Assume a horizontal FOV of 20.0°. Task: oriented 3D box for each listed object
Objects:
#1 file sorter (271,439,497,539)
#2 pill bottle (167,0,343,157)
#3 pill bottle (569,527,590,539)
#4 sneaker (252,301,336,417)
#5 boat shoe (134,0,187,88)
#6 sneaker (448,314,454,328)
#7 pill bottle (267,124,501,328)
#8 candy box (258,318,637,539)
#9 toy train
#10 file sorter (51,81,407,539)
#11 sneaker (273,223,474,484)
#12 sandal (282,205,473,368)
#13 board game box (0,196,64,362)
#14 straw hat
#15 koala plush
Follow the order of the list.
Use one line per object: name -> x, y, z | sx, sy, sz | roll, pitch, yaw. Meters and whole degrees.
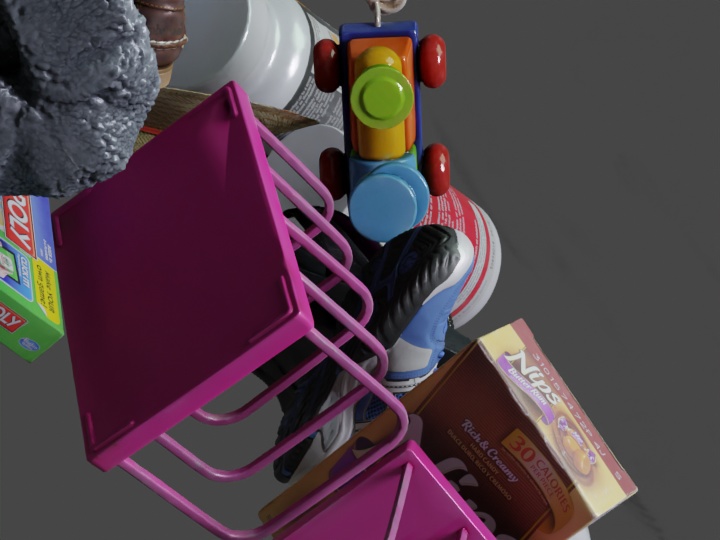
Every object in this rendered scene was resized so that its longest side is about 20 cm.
file sorter -> 0.029, 0.223, 1.042 | 0.200, 0.139, 0.126 | 50, 18, -10
pill bottle -> -0.064, -0.139, 1.489 | 0.200, 0.116, 0.117 | 31, 27, -54
pill bottle -> 0.095, 0.168, 1.370 | 0.111, 0.111, 0.201 | 44, 19, -27
sneaker -> -0.030, 0.047, 1.318 | 0.201, 0.091, 0.076 | 54, 19, 8
boat shoe -> -0.160, -0.182, 1.211 | 0.070, 0.071, 0.200 | -9, 36, -38
sneaker -> 0.019, 0.058, 1.464 | 0.200, 0.089, 0.071 | 71, 20, -66
pill bottle -> 0.012, -0.031, 1.481 | 0.200, 0.112, 0.113 | 31, 27, -54
candy box -> 0.045, 0.130, 1.153 | 0.117, 0.200, 0.056 | 55, 33, 10
toy train -> 0.012, -0.122, 1.250 | 0.116, 0.084, 0.202 | -88, 176, -73
file sorter -> -0.072, 0.028, 1.141 | 0.125, 0.139, 0.201 | 43, 19, -39
sneaker -> 0.020, 0.056, 1.225 | 0.077, 0.201, 0.076 | 22, 33, -15
sandal -> 0.001, 0.000, 1.292 | 0.200, 0.048, 0.075 | 32, 13, 13
board game box -> -0.224, -0.056, 1.110 | 0.134, 0.029, 0.201 | 39, 22, -36
straw hat -> -0.130, -0.068, 1.265 | 0.201, 0.200, 0.086 | 11, 89, -66
koala plush -> -0.188, -0.153, 1.088 | 0.184, 0.176, 0.201 | 56, 13, -32
